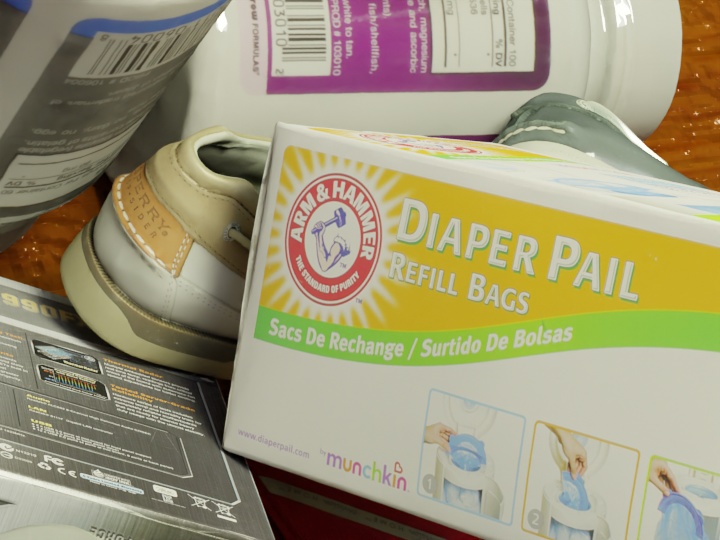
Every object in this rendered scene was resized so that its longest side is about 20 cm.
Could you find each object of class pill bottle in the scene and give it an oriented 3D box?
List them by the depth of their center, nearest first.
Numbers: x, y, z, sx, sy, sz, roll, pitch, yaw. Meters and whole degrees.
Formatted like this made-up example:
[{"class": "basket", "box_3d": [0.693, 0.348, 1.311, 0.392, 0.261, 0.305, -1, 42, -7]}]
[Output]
[{"class": "pill bottle", "box_3d": [-0.110, -0.084, 0.855, 0.114, 0.200, 0.114, 12, 60, -22]}, {"class": "pill bottle", "box_3d": [0.010, -0.080, 0.969, 0.200, 0.112, 0.112, -3, 66, -29]}]

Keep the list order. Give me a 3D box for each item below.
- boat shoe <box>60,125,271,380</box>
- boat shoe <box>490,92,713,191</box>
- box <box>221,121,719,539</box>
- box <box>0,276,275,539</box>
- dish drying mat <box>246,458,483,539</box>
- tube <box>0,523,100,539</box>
[{"class": "boat shoe", "box_3d": [0.000, 0.000, 0.904, 0.200, 0.068, 0.075, 7, 43, -45]}, {"class": "boat shoe", "box_3d": [0.130, 0.004, 0.929, 0.200, 0.073, 0.062, 30, 36, -9]}, {"class": "box", "box_3d": [0.071, 0.025, 0.790, 0.112, 0.200, 0.102, 2, 100, -48]}, {"class": "box", "box_3d": [-0.135, 0.042, 0.814, 0.200, 0.048, 0.158, 18, 16, -19]}, {"class": "dish drying mat", "box_3d": [0.046, 0.059, 0.970, 0.200, 0.018, 0.077, -26, 76, -35]}, {"class": "tube", "box_3d": [-0.073, 0.160, 0.773, 0.058, 0.200, 0.052, -17, 37, -5]}]
